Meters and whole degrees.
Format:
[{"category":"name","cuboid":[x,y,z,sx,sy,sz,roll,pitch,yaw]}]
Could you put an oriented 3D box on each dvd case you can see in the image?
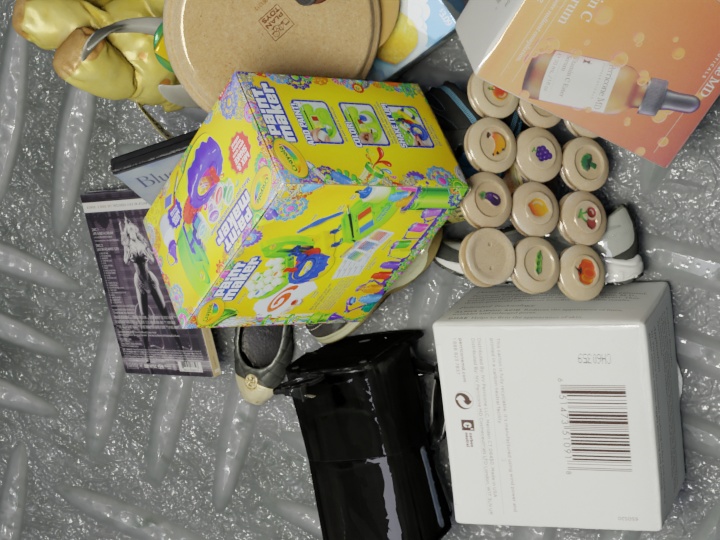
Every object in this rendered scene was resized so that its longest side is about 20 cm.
[{"category":"dvd case","cuboid":[-0.217,0.012,1.602,0.149,0.016,0.200,-1,106,45]},{"category":"dvd case","cuboid":[-0.119,-0.076,1.426,0.142,0.200,0.018,-17,63,15]}]

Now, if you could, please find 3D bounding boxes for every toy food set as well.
[{"category":"toy food set","cuboid":[-0.077,-0.220,1.355,0.198,0.049,0.200,32,95,-18]}]

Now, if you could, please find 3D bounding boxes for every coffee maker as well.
[{"category":"coffee maker","cuboid":[-0.002,0.176,1.494,0.135,0.192,0.200,-2,103,50]}]

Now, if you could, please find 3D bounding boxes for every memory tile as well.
[{"category":"memory tile","cuboid":[0.155,-0.077,1.361,0.017,0.153,0.200,-18,66,61]}]

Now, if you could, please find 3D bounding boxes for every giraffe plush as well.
[{"category":"giraffe plush","cuboid":[-0.204,-0.247,1.483,0.200,0.173,0.162,38,106,1]}]

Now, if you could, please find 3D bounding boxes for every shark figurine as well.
[{"category":"shark figurine","cuboid":[-0.146,-0.183,1.421,0.128,0.089,0.214,-50,126,1]}]

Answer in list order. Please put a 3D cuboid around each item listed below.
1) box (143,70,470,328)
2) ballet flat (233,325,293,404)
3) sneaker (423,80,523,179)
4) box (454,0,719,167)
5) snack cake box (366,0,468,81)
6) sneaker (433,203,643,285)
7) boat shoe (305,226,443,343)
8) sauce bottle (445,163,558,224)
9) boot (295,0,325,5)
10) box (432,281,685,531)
[{"category":"box","cuboid":[-0.050,-0.056,1.333,0.200,0.192,0.122,-51,52,41]},{"category":"ballet flat","cuboid":[-0.099,0.045,1.569,0.066,0.057,0.200,16,110,18]},{"category":"sneaker","cuboid":[0.057,-0.133,1.431,0.200,0.082,0.073,14,152,27]},{"category":"box","cuboid":[0.207,-0.205,1.302,0.200,0.106,0.152,22,116,-20]},{"category":"snack cake box","cuboid":[0.002,-0.280,1.432,0.115,0.067,0.200,-34,91,27]},{"category":"sneaker","cuboid":[0.162,-0.026,1.444,0.200,0.074,0.080,-1,95,16]},{"category":"boat shoe","cuboid":[0.000,0.000,1.486,0.066,0.072,0.201,34,136,-16]},{"category":"sauce bottle","cuboid":[0.083,-0.074,1.459,0.200,0.066,0.066,-15,99,25]},{"category":"boot","cuboid":[0.027,-0.298,1.329,0.068,0.200,0.189,133,137,-53]},{"category":"box","cuboid":[0.187,0.122,1.436,0.200,0.131,0.199,-2,104,23]}]
